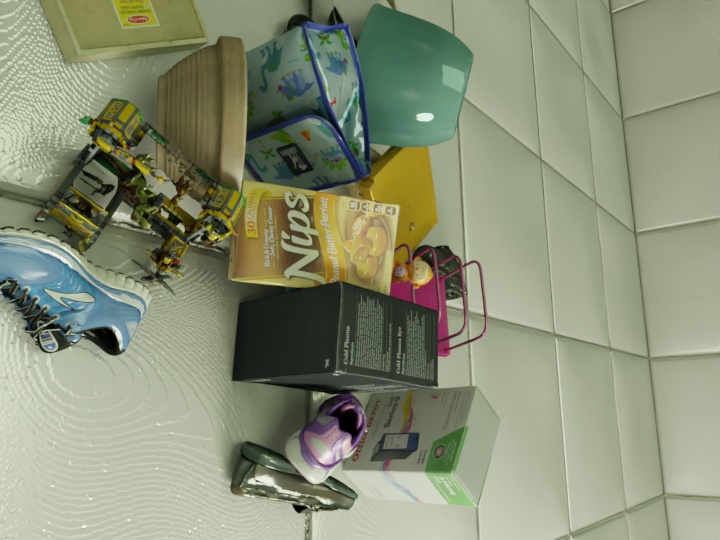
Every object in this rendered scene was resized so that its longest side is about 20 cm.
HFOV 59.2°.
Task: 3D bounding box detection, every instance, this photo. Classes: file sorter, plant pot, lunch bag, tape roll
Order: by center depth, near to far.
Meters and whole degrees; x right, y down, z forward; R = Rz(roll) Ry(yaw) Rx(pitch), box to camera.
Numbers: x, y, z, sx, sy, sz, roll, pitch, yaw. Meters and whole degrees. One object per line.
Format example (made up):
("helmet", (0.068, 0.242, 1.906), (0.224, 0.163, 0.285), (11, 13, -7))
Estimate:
("plant pot", (-0.186, -0.164, 0.726), (0.091, 0.201, 0.204), (1, 79, -18))
("lunch bag", (-0.082, -0.204, 0.851), (0.127, 0.168, 0.203), (-29, 107, -52))
("plant pot", (0.080, -0.280, 0.957), (0.201, 0.159, 0.204), (14, 90, -83))
("file sorter", (0.086, 0.043, 0.990), (0.198, 0.125, 0.141), (10, 65, -28))
("tape roll", (0.006, -0.468, 1.066), (0.203, 0.070, 0.204), (48, 28, -36))

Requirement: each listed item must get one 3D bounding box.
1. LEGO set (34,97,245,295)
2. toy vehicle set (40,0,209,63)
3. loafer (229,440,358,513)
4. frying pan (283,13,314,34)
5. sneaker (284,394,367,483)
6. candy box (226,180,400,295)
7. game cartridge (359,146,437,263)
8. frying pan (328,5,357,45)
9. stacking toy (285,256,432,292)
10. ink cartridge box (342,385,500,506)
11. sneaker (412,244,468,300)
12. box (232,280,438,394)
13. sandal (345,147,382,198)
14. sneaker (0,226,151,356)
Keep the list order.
("LEGO set", (-0.226, -0.057, 0.642), (0.200, 0.152, 0.117), (45, 49, -33))
("toy vehicle set", (-0.275, -0.317, 0.738), (0.199, 0.026, 0.126), (-33, 109, -51))
("loafer", (-0.087, 0.283, 0.826), (0.199, 0.071, 0.064), (37, 74, -35))
("frying pan", (-0.073, -0.306, 1.001), (0.115, 0.031, 0.193), (-31, 107, -54))
("sneaker", (-0.024, 0.207, 0.856), (0.080, 0.089, 0.200), (44, 16, 6))
("candy box", (-0.056, -0.036, 0.774), (0.197, 0.055, 0.117), (7, 89, -20))
("game cartridge", (0.068, -0.115, 1.069), (0.177, 0.032, 0.202), (-48, 139, -35))
("frying pan", (-0.014, -0.351, 1.046), (0.115, 0.031, 0.193), (32, 43, -58))
("stacking toy", (0.000, 0.000, 0.869), (0.110, 0.197, 0.118), (73, 22, -65))
("ink cartridge box", (0.090, 0.260, 0.946), (0.088, 0.198, 0.146), (52, 46, -27))
("sneaker", (0.143, -0.011, 1.194), (0.200, 0.075, 0.092), (42, 40, -58))
("box", (-0.031, 0.095, 0.808), (0.181, 0.198, 0.106), (17, 68, -44))
("sandal", (0.018, -0.137, 1.047), (0.211, 0.077, 0.071), (28, 54, -52))
("sneaker", (-0.289, 0.027, 0.595), (0.199, 0.078, 0.090), (34, 53, -44))
